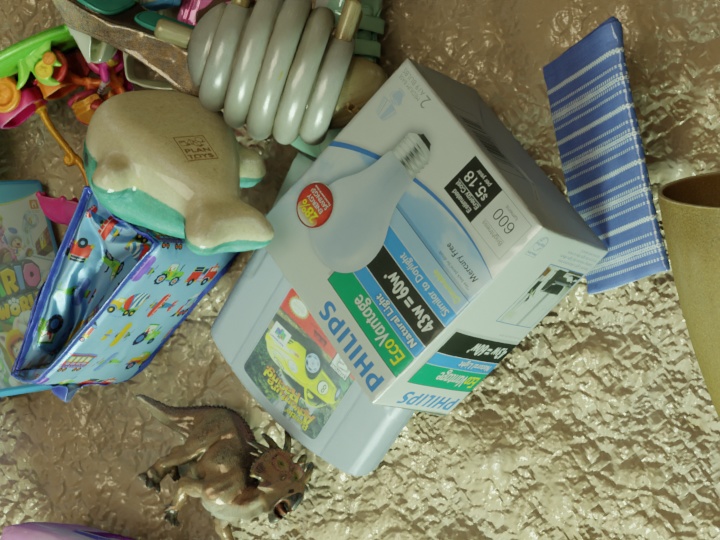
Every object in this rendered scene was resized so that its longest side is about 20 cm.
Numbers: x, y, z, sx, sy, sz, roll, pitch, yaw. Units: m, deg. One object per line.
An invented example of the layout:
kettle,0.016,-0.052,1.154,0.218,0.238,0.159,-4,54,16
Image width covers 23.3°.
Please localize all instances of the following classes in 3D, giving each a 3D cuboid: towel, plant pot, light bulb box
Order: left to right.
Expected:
light bulb box,0.053,-0.023,1.406,0.200,0.124,0.199,-47,60,18
towel,0.196,-0.088,1.385,0.024,0.145,0.202,-9,84,-16
plant pot,0.317,0.034,1.299,0.185,0.186,0.202,2,103,27

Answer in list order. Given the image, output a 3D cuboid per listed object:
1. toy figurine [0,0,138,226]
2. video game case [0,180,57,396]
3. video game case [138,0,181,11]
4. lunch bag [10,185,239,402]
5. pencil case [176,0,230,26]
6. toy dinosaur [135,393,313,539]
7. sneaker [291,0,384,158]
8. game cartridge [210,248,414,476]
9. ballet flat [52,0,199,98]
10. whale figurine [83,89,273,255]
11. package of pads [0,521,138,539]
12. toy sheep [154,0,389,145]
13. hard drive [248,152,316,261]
toy figurine,-0.251,-0.127,1.615,0.199,0.150,0.185,-28,89,14
video game case,-0.335,0.015,1.626,0.018,0.142,0.202,-24,78,41
video game case,-0.171,-0.337,1.575,0.143,0.018,0.202,-163,81,-71
lunch bag,-0.219,0.035,1.570,0.094,0.150,0.201,37,104,23
pencil case,-0.121,-0.253,1.558,0.090,0.093,0.202,18,98,26
toy dinosaur,-0.116,0.169,1.558,0.136,0.086,0.200,-44,59,12
sneaker,0.011,-0.181,1.500,0.118,0.074,0.202,32,110,27
game cartridge,-0.041,0.079,1.524,0.200,0.041,0.134,43,127,17
ballet flat,-0.206,-0.202,1.518,0.199,0.068,0.068,30,120,21
whale figurine,-0.150,-0.064,1.434,0.200,0.158,0.104,49,133,38
package of pads,-0.222,0.281,1.583,0.198,0.120,0.076,9,88,27
toy sheep,-0.071,-0.172,1.430,0.198,0.138,0.139,18,98,2
hard drive,0.000,0.000,1.530,0.199,0.026,0.133,30,102,25
